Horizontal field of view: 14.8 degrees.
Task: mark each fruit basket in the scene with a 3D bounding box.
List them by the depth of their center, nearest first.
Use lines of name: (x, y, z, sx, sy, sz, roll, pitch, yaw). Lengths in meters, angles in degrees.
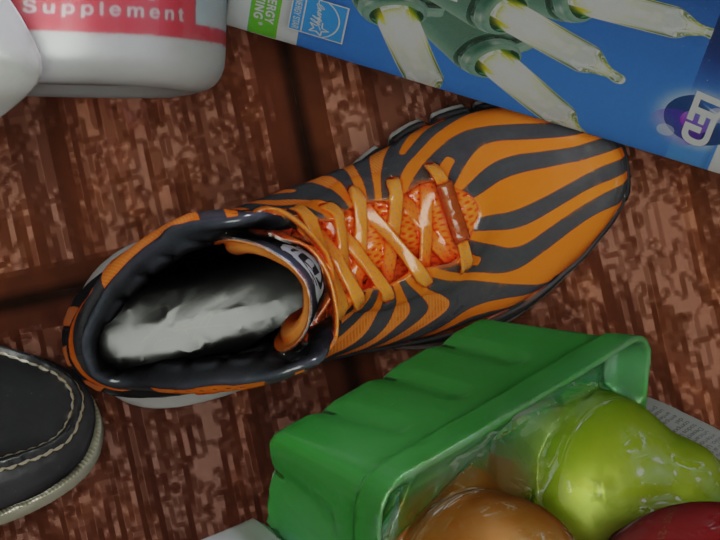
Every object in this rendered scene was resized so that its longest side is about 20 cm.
fruit basket: (0.074, 0.098, 0.840, 0.200, 0.185, 0.094, 31, 129, 30)

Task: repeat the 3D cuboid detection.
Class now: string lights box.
string lights box: (0.063, -0.102, 0.887, 0.199, 0.103, 0.059, 17, 55, 3)

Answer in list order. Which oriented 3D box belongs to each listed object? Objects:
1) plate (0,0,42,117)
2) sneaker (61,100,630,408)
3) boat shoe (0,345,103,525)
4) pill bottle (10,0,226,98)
plate: (-0.218, -0.094, 0.868, 0.200, 0.032, 0.200, -32, 92, 36)
sneaker: (0.000, 0.000, 0.893, 0.199, 0.112, 0.078, -24, 92, -3)
boat shoe: (-0.182, 0.042, 0.896, 0.199, 0.063, 0.073, 4, 57, -7)
pill bottle: (-0.095, -0.157, 0.889, 0.108, 0.109, 0.201, 0, 91, -2)
